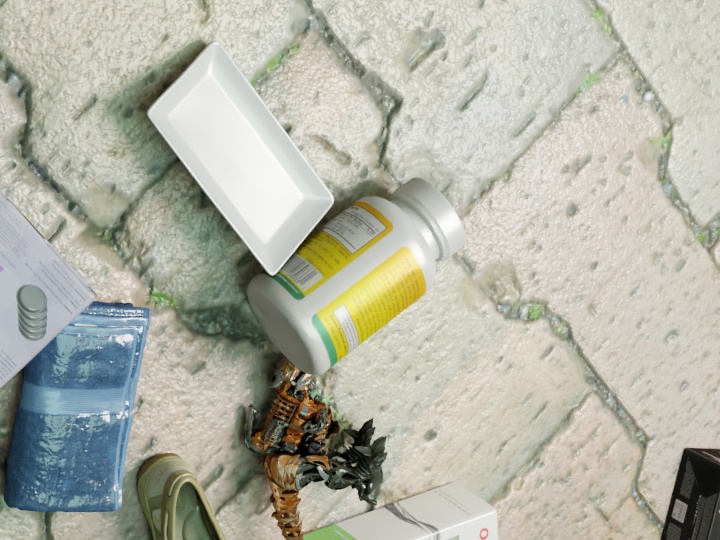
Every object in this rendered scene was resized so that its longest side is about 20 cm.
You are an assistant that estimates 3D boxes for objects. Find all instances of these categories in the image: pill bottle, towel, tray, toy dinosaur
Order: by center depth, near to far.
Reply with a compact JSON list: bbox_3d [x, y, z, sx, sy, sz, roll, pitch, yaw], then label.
[{"bbox_3d":[-0.258,0.124,1.618,0.111,0.049,0.201,5,103,-33],"label":"towel"},{"bbox_3d":[-0.111,-0.102,1.634,0.107,0.022,0.200,-51,119,-27],"label":"tray"},{"bbox_3d":[0.000,0.000,1.705,0.200,0.113,0.113,-38,122,-17],"label":"pill bottle"},{"bbox_3d":[-0.050,0.183,1.759,0.135,0.102,0.200,3,120,-10],"label":"toy dinosaur"}]

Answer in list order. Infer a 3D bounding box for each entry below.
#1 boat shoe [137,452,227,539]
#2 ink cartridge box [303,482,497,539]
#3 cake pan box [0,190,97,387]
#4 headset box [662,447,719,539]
[{"bbox_3d":[-0.159,0.272,1.719,0.073,0.063,0.201,-23,116,-25],"label":"boat shoe"},{"bbox_3d":[0.044,0.324,1.853,0.200,0.084,0.146,-15,113,-28],"label":"ink cartridge box"},{"bbox_3d":[-0.355,0.013,1.501,0.184,0.052,0.200,-47,114,-13],"label":"cake pan box"},{"bbox_3d":[0.464,0.293,2.118,0.200,0.075,0.149,7,101,-34],"label":"headset box"}]
